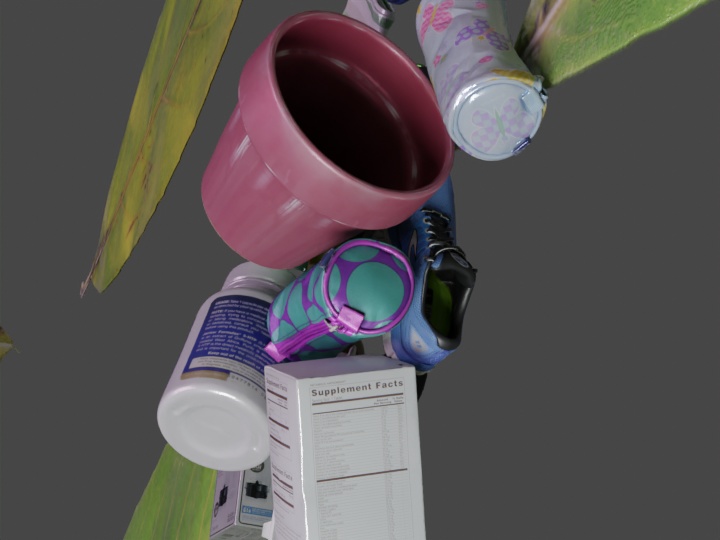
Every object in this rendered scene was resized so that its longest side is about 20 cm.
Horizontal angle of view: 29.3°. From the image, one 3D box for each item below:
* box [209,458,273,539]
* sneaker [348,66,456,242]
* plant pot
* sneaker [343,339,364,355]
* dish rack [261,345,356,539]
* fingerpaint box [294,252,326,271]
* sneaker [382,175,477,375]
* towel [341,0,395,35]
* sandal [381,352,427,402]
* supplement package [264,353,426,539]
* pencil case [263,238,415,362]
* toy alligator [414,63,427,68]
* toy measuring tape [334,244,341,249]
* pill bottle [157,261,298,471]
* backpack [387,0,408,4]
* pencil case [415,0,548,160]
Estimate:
[{"bbox_3d":[-0.131,0.224,1.676,0.117,0.060,0.201,138,140,-60],"label":"box"},{"bbox_3d":[0.024,-0.107,1.342,0.106,0.075,0.201,29,95,34],"label":"sneaker"},{"bbox_3d":[-0.045,-0.101,1.230,0.179,0.199,0.201,-41,39,41],"label":"plant pot"},{"bbox_3d":[-0.054,0.123,1.506,0.113,0.071,0.201,-111,35,-53],"label":"sneaker"},{"bbox_3d":[-0.055,0.185,1.377,0.172,0.043,0.201,-68,-9,-49],"label":"dish rack"},{"bbox_3d":[-0.050,-0.090,1.434,0.200,0.073,0.168,-15,-60,-81],"label":"fingerpaint box"},{"bbox_3d":[0.072,-0.010,1.247,0.089,0.078,0.201,-25,60,53],"label":"sneaker"},{"bbox_3d":[-0.021,-0.254,1.685,0.201,0.031,0.149,-63,22,24],"label":"towel"},{"bbox_3d":[0.018,0.126,1.333,0.075,0.045,0.201,-108,35,-56],"label":"sandal"},{"bbox_3d":[-0.013,0.181,1.211,0.109,0.113,0.202,-173,79,-71],"label":"supplement package"},{"bbox_3d":[-0.023,0.032,1.239,0.092,0.085,0.200,-48,5,-21],"label":"pencil case"},{"bbox_3d":[0.062,-0.162,1.393,0.054,0.059,0.201,32,106,23],"label":"toy alligator"},{"bbox_3d":[0.000,0.000,1.422,0.074,0.073,0.201,-118,47,-62],"label":"toy measuring tape"},{"bbox_3d":[-0.118,0.088,1.373,0.201,0.119,0.120,-73,10,-47],"label":"pill bottle"},{"bbox_3d":[0.050,-0.376,1.405,0.183,0.146,0.201,154,130,-65],"label":"backpack"},{"bbox_3d":[0.104,-0.185,1.227,0.091,0.083,0.201,-42,33,21],"label":"pencil case"}]
